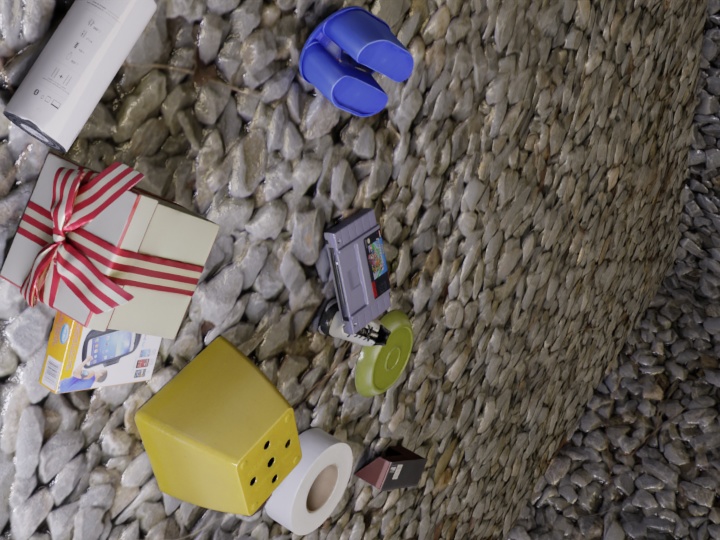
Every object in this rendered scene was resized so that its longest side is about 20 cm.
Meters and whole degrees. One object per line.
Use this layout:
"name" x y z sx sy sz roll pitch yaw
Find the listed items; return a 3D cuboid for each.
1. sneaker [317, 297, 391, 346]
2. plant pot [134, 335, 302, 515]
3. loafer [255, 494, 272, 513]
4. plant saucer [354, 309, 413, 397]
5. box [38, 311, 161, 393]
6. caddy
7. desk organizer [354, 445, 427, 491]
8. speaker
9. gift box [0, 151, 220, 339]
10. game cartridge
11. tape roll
"sneaker" -0.008 0.103 1.834 0.199 0.080 0.074 13 102 -59
"plant pot" -0.205 0.264 1.519 0.200 0.175 0.201 -44 145 -34
"loafer" -0.163 0.355 1.759 0.201 0.073 0.071 -64 150 -4
"plant saucer" 0.059 0.182 2.052 0.200 0.031 0.202 -38 140 -41
"box" -0.337 0.097 1.318 0.199 0.041 0.120 -1 111 -57
"caddy" -0.010 -0.328 1.497 0.142 0.105 0.199 -50 156 17
"desk organizer" 0.072 0.453 2.220 0.200 0.077 0.072 16 97 -61
"speaker" -0.311 -0.237 1.077 0.201 0.081 0.081 -62 151 -10
"gift box" -0.291 -0.030 1.148 0.186 0.199 0.186 19 89 -60
"game cartridge" 0.000 0.000 1.766 0.129 0.038 0.202 -32 120 -40
"tape roll" -0.100 0.418 1.914 0.202 0.070 0.204 -38 140 -41
